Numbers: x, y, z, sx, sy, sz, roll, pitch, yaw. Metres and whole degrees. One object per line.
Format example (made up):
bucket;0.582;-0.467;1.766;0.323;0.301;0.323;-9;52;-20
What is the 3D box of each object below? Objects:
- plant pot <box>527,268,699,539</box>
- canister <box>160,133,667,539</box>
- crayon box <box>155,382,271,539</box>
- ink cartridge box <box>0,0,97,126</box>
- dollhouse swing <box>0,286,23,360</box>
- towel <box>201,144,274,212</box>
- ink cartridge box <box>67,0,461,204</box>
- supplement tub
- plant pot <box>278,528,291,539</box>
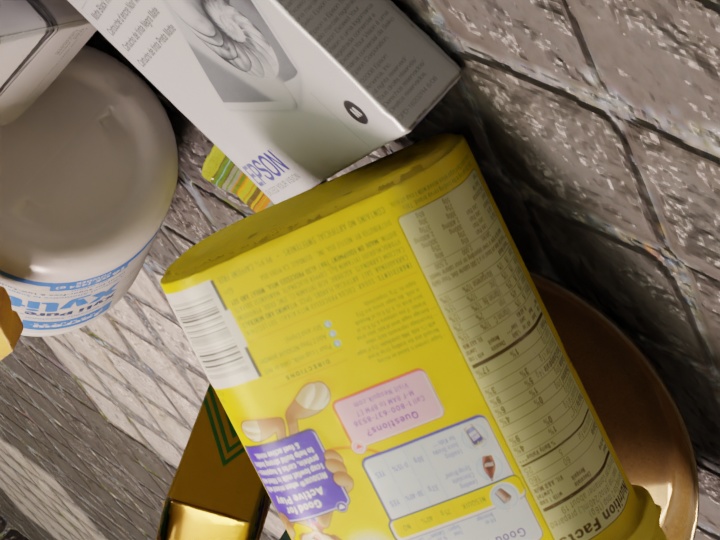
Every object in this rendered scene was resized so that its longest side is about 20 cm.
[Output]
plant pot;0.060;0.079;0.898;0.200;0.027;0.200;13;121;24
canister;0.022;0.060;0.828;0.200;0.148;0.087;64;-160;-10
crayon box;-0.080;0.133;1.155;0.051;0.200;0.127;15;131;2
ink cartridge box;-0.222;-0.132;0.924;0.146;0.084;0.200;43;-165;1
dollhouse swing;-0.264;-0.063;1.025;0.176;0.182;0.200;-3;143;9
towel;0.000;0.000;1.014;0.200;0.018;0.086;42;164;2
ink cartridge box;-0.069;-0.120;0.835;0.200;0.041;0.200;45;163;-6
supplement tub;-0.177;-0.041;1.123;0.132;0.132;0.200;43;164;0
plant pot;0.021;0.195;1.102;0.200;0.196;0.200;37;167;10
